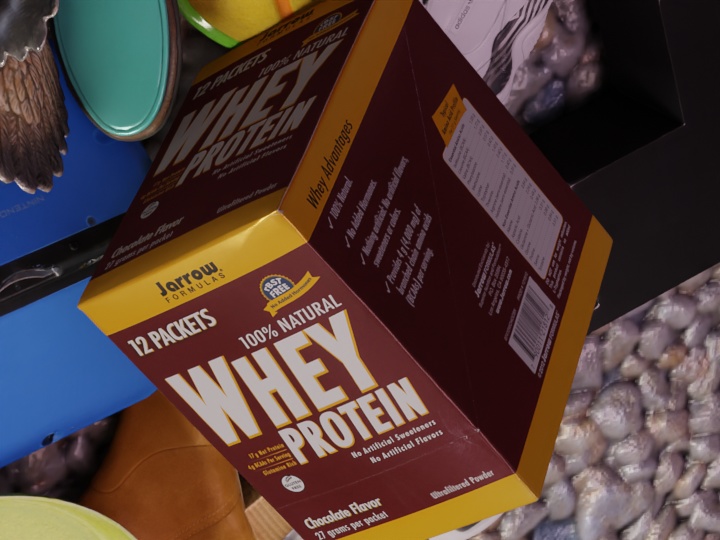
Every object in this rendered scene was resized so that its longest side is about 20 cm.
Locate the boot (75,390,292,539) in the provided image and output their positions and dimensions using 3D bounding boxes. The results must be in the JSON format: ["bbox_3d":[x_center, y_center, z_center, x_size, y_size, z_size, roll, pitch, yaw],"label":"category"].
[{"bbox_3d":[-0.128,0.110,1.336,0.144,0.071,0.201,-38,112,3],"label":"boot"}]

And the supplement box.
[{"bbox_3d":[0.000,0.000,1.175,0.200,0.133,0.197,48,39,-24],"label":"supplement box"}]

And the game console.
[{"bbox_3d":[-0.200,0.004,1.190,0.200,0.118,0.171,-25,79,-33],"label":"game console"}]

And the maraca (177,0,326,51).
[{"bbox_3d":[-0.028,-0.207,1.242,0.137,0.107,0.200,31,83,-18],"label":"maraca"}]

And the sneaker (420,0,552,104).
[{"bbox_3d":[0.052,-0.174,1.314,0.115,0.075,0.200,15,105,-38],"label":"sneaker"}]

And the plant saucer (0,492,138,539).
[{"bbox_3d":[-0.201,0.192,1.251,0.200,0.031,0.200,-10,124,-16],"label":"plant saucer"}]

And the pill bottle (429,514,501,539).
[{"bbox_3d":[0.006,0.065,1.362,0.112,0.112,0.200,-48,124,-4],"label":"pill bottle"}]

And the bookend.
[{"bbox_3d":[0.165,-0.098,1.396,0.200,0.092,0.199,-28,122,-18],"label":"bookend"}]

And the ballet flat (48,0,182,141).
[{"bbox_3d":[-0.131,-0.164,1.193,0.068,0.068,0.200,-16,92,12],"label":"ballet flat"}]

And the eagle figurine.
[{"bbox_3d":[-0.198,-0.148,1.119,0.151,0.200,0.152,-61,166,15],"label":"eagle figurine"}]
